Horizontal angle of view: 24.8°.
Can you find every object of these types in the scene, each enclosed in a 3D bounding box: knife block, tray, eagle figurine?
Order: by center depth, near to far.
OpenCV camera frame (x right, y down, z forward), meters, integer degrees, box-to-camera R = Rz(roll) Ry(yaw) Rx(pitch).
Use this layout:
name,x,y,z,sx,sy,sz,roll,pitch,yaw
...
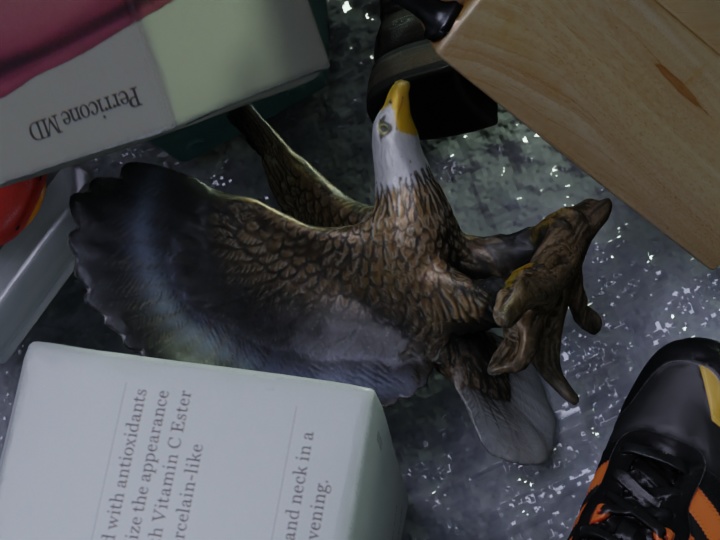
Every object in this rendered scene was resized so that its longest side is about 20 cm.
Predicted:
name,x,y,z,sx,sy,sz,roll,pitch,yaw
knife block,0.062,-0.094,0.658,0.174,0.201,0.064,-7,24,-1
eagle figurine,0.001,-0.008,0.697,0.199,0.152,0.152,3,70,25
tray,-0.158,-0.001,0.781,0.108,0.022,0.200,-55,14,-3

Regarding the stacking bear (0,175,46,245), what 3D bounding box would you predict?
name,x,y,z,sx,sy,sz,roll,pitch,yaw
stacking bear,-0.223,-0.059,0.811,0.200,0.114,0.122,19,78,50

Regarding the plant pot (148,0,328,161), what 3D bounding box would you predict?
name,x,y,z,sx,sy,sz,roll,pitch,yaw
plant pot,-0.103,-0.169,0.823,0.141,0.141,0.201,-26,69,14

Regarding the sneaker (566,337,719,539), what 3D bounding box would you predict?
name,x,y,z,sx,sy,sz,roll,pitch,yaw
sneaker,0.110,0.114,0.633,0.070,0.090,0.201,11,75,28

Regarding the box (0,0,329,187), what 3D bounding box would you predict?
name,x,y,z,sx,sy,sz,roll,pitch,yaw
box,-0.118,-0.145,0.635,0.127,0.109,0.201,-14,99,35

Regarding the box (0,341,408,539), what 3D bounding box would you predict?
name,x,y,z,sx,sy,sz,roll,pitch,yaw
box,-0.063,0.154,0.621,0.130,0.200,0.200,7,72,7

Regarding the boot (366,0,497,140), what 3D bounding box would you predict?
name,x,y,z,sx,sy,sz,roll,pitch,yaw
boot,0.080,-0.158,0.774,0.199,0.069,0.175,-9,58,14
